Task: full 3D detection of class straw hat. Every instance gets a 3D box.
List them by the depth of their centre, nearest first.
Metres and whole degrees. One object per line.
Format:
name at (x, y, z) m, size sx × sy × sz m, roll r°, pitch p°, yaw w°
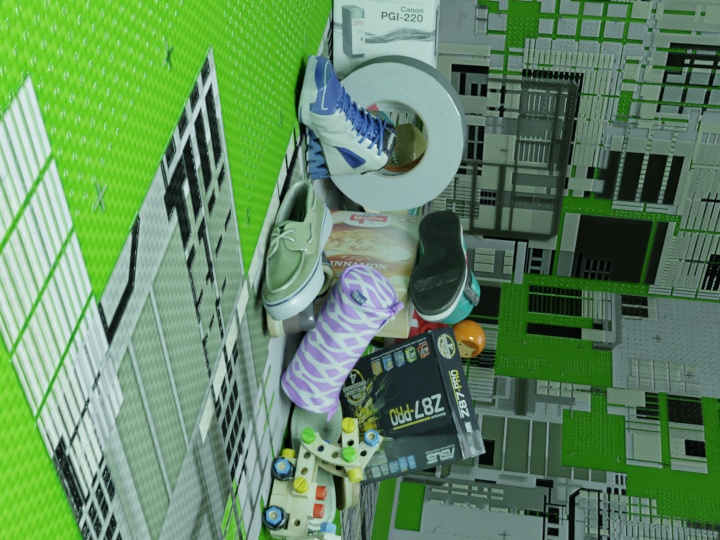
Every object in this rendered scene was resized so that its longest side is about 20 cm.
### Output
straw hat at (0.059, -0.166, 1.579) m, size 0.200 × 0.084 × 0.204 m, roll 35°, pitch 46°, yaw -47°

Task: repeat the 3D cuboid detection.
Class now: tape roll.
tape roll at (0.043, -0.184, 1.439) m, size 0.066 × 0.197 × 0.204 m, roll -62°, pitch 156°, yaw -69°

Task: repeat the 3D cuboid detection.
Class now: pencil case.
pencil case at (-0.023, 0.085, 1.290) m, size 0.201 × 0.085 × 0.084 m, roll -58°, pitch 176°, yaw 34°

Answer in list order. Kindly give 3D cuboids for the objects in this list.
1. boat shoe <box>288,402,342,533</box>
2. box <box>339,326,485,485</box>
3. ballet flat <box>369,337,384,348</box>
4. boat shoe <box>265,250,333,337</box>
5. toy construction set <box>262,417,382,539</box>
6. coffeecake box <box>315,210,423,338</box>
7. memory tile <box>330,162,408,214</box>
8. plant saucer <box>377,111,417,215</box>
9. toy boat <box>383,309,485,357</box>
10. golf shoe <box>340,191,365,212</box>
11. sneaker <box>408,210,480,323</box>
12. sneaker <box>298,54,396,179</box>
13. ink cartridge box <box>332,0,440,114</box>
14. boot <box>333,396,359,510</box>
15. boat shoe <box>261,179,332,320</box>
boat shoe at (-0.067, 0.244, 1.416) m, size 0.061 × 0.071 × 0.204 m, roll 133°, pitch -37°, yaw -62°
box at (0.058, 0.177, 1.367) m, size 0.049 × 0.199 × 0.164 m, roll -6°, pitch 78°, yaw -43°
ballet flat at (0.006, 0.058, 1.578) m, size 0.200 × 0.066 × 0.068 m, roll -147°, pitch -107°, yaw -69°
boat shoe at (-0.063, 0.007, 1.261) m, size 0.201 × 0.064 × 0.073 m, roll -75°, pitch 168°, yaw -54°
toy construction set at (-0.049, 0.276, 1.309) m, size 0.093 × 0.129 × 0.202 m, roll 87°, pitch 11°, yaw -46°
coffeecake box at (0.000, 0.000, 1.405) m, size 0.201 × 0.151 × 0.074 m, roll -73°, pitch 164°, yaw -59°
memory tile at (0.015, -0.144, 1.597) m, size 0.200 × 0.017 × 0.155 m, roll 46°, pitch 38°, yaw -40°
plant saucer at (0.025, -0.164, 1.679) m, size 0.199 × 0.036 × 0.203 m, roll 35°, pitch 46°, yaw -46°
toy boat at (0.110, 0.104, 1.455) m, size 0.130 × 0.129 × 0.203 m, roll 17°, pitch 63°, yaw -57°
golf shoe at (0.007, -0.066, 1.727) m, size 0.201 × 0.091 × 0.073 m, roll 59°, pitch 31°, yaw -37°
sneaker at (0.105, 0.028, 1.358) m, size 0.201 × 0.082 × 0.122 m, roll -78°, pitch 157°, yaw -52°
sneaker at (-0.012, -0.185, 1.332) m, size 0.200 × 0.113 × 0.082 m, roll 83°, pitch 14°, yaw -59°
ink cartridge box at (0.036, -0.330, 1.490) m, size 0.085 × 0.143 × 0.203 m, roll -66°, pitch 160°, yaw -63°
boot at (0.024, 0.231, 1.491) m, size 0.072 × 0.152 × 0.203 m, roll -31°, pitch -122°, yaw 57°
boat shoe at (-0.078, -0.025, 1.187) m, size 0.201 × 0.071 × 0.063 m, roll -81°, pitch 148°, yaw -53°
